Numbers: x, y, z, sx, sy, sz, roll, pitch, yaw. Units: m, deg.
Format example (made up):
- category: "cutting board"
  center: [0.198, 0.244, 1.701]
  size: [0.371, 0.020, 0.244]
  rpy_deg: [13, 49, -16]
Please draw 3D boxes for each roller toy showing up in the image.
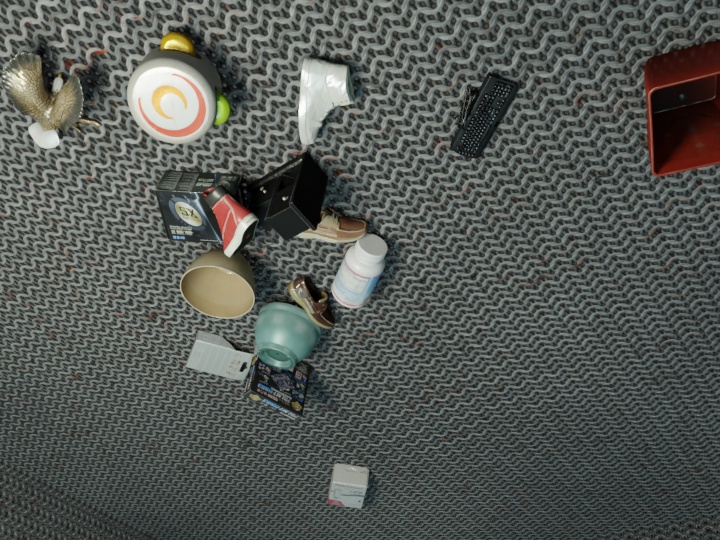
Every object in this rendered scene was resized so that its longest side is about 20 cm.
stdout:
- category: "roller toy"
  center: [-0.390, -0.378, 1.308]
  size: [0.182, 0.140, 0.200]
  rpy_deg: [-27, 123, 16]

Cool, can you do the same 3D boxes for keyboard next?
- category: "keyboard"
  center: [0.256, -0.328, 1.347]
  size: [0.104, 0.040, 0.200]
  rpy_deg: [16, 133, -9]

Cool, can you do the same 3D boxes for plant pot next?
- category: "plant pot"
  center: [-0.374, 0.016, 1.688]
  size: [0.200, 0.135, 0.201]
  rpy_deg: [4, 134, 4]
- category: "plant pot"
  center: [0.651, -0.333, 1.200]
  size: [0.200, 0.176, 0.200]
  rpy_deg: [-11, 132, 18]
- category: "plant pot"
  center: [-0.228, 0.206, 1.824]
  size: [0.200, 0.134, 0.200]
  rpy_deg: [13, 144, 10]

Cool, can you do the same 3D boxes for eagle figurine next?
- category: "eagle figurine"
  center: [-0.674, -0.370, 1.347]
  size: [0.151, 0.200, 0.151]
  rpy_deg: [-23, 91, -15]

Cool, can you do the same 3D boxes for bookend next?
- category: "bookend"
  center: [-0.191, -0.152, 1.460]
  size: [0.200, 0.199, 0.092]
  rpy_deg: [-24, 127, 28]

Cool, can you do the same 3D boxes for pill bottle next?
- category: "pill bottle"
  center: [0.000, 0.000, 1.645]
  size: [0.109, 0.109, 0.200]
  rpy_deg: [17, 133, -10]

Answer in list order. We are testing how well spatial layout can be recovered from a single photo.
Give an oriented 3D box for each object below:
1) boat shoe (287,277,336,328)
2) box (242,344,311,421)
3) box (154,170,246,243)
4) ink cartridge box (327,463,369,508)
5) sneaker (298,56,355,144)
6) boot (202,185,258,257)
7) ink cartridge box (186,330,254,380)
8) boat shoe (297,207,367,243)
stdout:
- category: "boat shoe"
  center: [-0.122, 0.092, 1.778]
  size: [0.072, 0.072, 0.200]
  rpy_deg: [-24, 122, 26]
- category: "box"
  center: [-0.258, 0.346, 1.946]
  size: [0.200, 0.199, 0.050]
  rpy_deg: [32, 131, -24]
- category: "box"
  center: [-0.394, -0.157, 1.557]
  size: [0.200, 0.086, 0.164]
  rpy_deg: [4, 133, 3]
- category: "ink cartridge box"
  center: [-0.051, 0.879, 2.514]
  size: [0.146, 0.083, 0.200]
  rpy_deg: [8, 134, -1]
- category: "sneaker"
  center: [-0.071, -0.355, 1.338]
  size: [0.115, 0.074, 0.200]
  rpy_deg: [10, 133, 2]
- category: "boot"
  center: [-0.326, -0.123, 1.488]
  size: [0.144, 0.072, 0.200]
  rpy_deg: [44, 148, 2]
- category: "ink cartridge box"
  center: [-0.455, 0.281, 2.021]
  size: [0.200, 0.047, 0.160]
  rpy_deg: [17, 133, -17]
- category: "boat shoe"
  center: [-0.081, -0.119, 1.567]
  size: [0.199, 0.076, 0.072]
  rpy_deg: [3, 132, 2]
